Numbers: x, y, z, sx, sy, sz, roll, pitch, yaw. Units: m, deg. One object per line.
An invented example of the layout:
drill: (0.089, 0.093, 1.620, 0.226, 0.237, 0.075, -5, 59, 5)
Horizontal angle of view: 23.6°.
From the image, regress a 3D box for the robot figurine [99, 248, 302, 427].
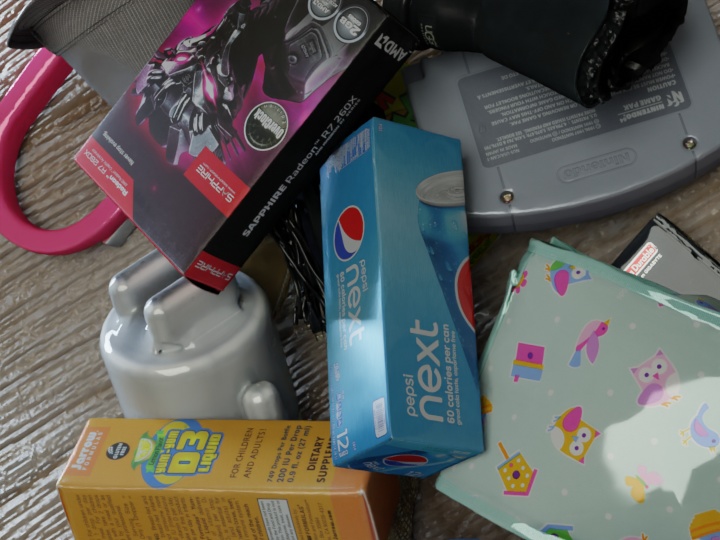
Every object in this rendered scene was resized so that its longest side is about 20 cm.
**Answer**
robot figurine: (-0.102, 0.078, 1.133, 0.113, 0.200, 0.169, -32, 40, -23)

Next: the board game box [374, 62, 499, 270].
board game box: (0.016, -0.088, 1.164, 0.200, 0.048, 0.102, 41, 100, 21)

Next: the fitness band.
fitness band: (-0.199, -0.102, 1.261, 0.144, 0.037, 0.200, 43, 99, 21)

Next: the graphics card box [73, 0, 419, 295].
graphics card box: (-0.072, -0.102, 1.049, 0.200, 0.051, 0.125, -50, 59, 7)

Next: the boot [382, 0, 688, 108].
boot: (0.133, -0.187, 1.064, 0.168, 0.077, 0.200, 22, 57, 34)

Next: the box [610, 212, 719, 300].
box: (0.182, 0.091, 1.077, 0.159, 0.046, 0.200, 45, 102, 20)

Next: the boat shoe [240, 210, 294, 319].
boat shoe: (-0.071, -0.036, 1.136, 0.071, 0.076, 0.201, -7, 121, -14)

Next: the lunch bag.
lunch bag: (0.157, 0.089, 0.998, 0.200, 0.122, 0.171, 23, 94, 17)

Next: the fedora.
fedora: (-0.141, -0.164, 1.148, 0.177, 0.200, 0.090, -32, 97, -8)

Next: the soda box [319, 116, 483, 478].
soda box: (0.023, 0.016, 1.018, 0.064, 0.068, 0.201, -31, 55, 50)

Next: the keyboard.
keyboard: (0.000, 0.000, 1.081, 0.104, 0.040, 0.201, -19, 97, -22)

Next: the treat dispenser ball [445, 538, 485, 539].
treat dispenser ball: (0.066, 0.261, 1.022, 0.200, 0.201, 0.202, -3, 83, 22)

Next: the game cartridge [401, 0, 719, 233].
game cartridge: (0.137, -0.098, 1.088, 0.199, 0.040, 0.134, -16, 64, 4)

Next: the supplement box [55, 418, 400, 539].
supplement box: (-0.081, 0.135, 1.056, 0.199, 0.067, 0.069, -3, 127, 16)

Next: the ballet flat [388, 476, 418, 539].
ballet flat: (0.012, 0.099, 1.135, 0.070, 0.065, 0.201, 1, 84, 26)
